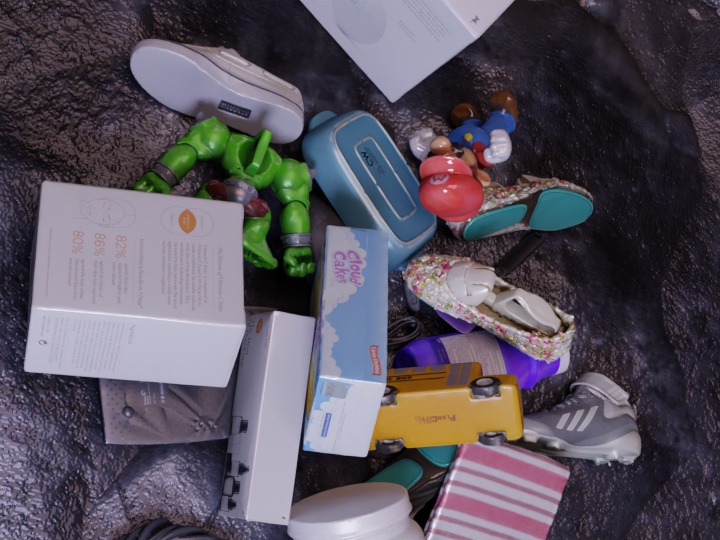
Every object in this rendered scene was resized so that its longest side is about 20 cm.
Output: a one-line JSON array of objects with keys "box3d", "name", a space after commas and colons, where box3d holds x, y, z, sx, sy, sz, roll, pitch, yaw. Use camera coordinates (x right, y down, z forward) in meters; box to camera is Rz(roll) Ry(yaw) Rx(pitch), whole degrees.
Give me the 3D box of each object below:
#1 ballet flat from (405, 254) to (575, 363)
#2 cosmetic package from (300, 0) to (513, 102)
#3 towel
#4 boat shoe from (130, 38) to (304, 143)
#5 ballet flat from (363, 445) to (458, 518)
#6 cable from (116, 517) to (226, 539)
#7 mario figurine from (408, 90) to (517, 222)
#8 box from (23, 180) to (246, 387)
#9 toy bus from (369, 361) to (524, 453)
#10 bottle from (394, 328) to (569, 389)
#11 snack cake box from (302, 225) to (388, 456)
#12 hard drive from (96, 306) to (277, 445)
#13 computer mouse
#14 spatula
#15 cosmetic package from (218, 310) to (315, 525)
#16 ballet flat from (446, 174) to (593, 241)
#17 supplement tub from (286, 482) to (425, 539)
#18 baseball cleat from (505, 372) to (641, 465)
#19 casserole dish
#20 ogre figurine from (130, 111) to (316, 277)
[{"box3d": [0.146, 0.029, 1.583, 0.198, 0.064, 0.076, 26, 58, -9], "name": "ballet flat"}, {"box3d": [0.047, -0.324, 1.619, 0.200, 0.200, 0.123, 47, 63, -8], "name": "cosmetic package"}, {"box3d": [0.129, 0.278, 1.558, 0.145, 0.030, 0.202, 22, 88, -28], "name": "towel"}, {"box3d": [-0.150, -0.204, 1.577, 0.198, 0.071, 0.070, 20, 42, -16], "name": "boat shoe"}, {"box3d": [0.069, 0.215, 1.573, 0.199, 0.069, 0.068, -32, 48, -19], "name": "ballet flat"}, {"box3d": [-0.166, 0.335, 1.443, 0.198, 0.051, 0.165, 22, 64, -17], "name": "cable"}, {"box3d": [0.110, -0.140, 1.624, 0.105, 0.124, 0.201, 31, 39, -1], "name": "mario figurine"}, {"box3d": [-0.216, 0.015, 1.419, 0.198, 0.107, 0.154, 7, 51, -14], "name": "box"}, {"box3d": [0.067, 0.139, 1.518, 0.198, 0.078, 0.066, -6, 109, 12], "name": "toy bus"}, {"box3d": [0.137, 0.105, 1.630, 0.198, 0.065, 0.084, -9, 75, -28], "name": "bottle"}, {"box3d": [-0.014, 0.067, 1.459, 0.066, 0.116, 0.201, 7, 46, -5], "name": "snack cake box"}, {"box3d": [-0.173, 0.107, 1.494, 0.198, 0.042, 0.137, -3, 79, -26], "name": "hard drive"}, {"box3d": [0.000, 0.000, 1.601, 0.139, 0.046, 0.202, -15, 84, -27], "name": "computer mouse"}, {"box3d": [0.153, 0.003, 1.670, 0.056, 0.021, 0.200, 37, 45, 15], "name": "spatula"}, {"box3d": [-0.093, 0.144, 1.455, 0.050, 0.082, 0.202, 12, 80, -26], "name": "cosmetic package"}, {"box3d": [0.179, -0.081, 1.700, 0.198, 0.076, 0.064, -7, 47, -32], "name": "ballet flat"}, {"box3d": [0.005, 0.323, 1.450, 0.139, 0.140, 0.202, -14, 98, -28], "name": "supplement tub"}, {"box3d": [0.230, 0.164, 1.668, 0.198, 0.070, 0.108, 14, 65, -32], "name": "baseball cleat"}, {"box3d": [0.017, -0.094, 1.617, 0.201, 0.039, 0.121, 57, 41, -2], "name": "casserole dish"}, {"box3d": [-0.124, -0.081, 1.531, 0.198, 0.098, 0.121, 21, 74, 4], "name": "ogre figurine"}]
